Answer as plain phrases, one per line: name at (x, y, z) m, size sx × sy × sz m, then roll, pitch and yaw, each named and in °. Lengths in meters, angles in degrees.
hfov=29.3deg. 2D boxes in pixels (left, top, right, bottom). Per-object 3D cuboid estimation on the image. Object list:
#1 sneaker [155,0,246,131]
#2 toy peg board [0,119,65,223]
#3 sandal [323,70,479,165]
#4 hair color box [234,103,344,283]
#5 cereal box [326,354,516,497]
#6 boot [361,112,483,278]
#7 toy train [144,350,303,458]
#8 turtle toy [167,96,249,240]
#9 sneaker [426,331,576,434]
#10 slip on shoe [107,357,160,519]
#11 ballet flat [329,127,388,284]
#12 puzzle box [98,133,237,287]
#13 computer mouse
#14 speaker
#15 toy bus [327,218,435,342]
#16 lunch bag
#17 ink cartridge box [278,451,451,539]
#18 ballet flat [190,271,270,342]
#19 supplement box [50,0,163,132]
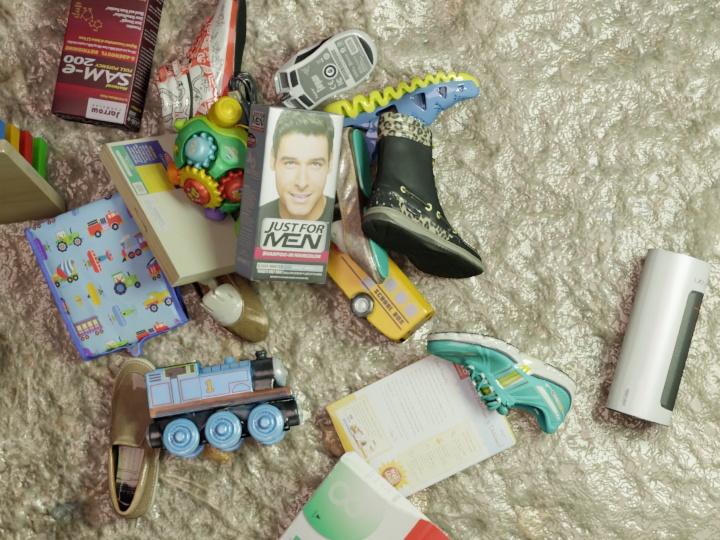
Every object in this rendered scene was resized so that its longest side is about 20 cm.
sneaker at (-0.206, -0.274, 1.768) m, size 0.106 × 0.067 × 0.205 m, roll 4°, pitch 89°, yaw 7°
toy peg board at (-0.502, -0.140, 1.751) m, size 0.197 × 0.199 × 0.099 m, roll -7°, pitch 68°, yaw 9°
sandal at (0.057, -0.192, 1.717) m, size 0.197 × 0.079 × 0.088 m, roll -17°, pitch 89°, yaw 15°
hair color box at (-0.085, -0.091, 1.632) m, size 0.098 × 0.060 × 0.203 m, roll 2°, pitch 99°, yaw -27°
cereal box at (0.075, 0.189, 1.696) m, size 0.198 × 0.040 × 0.145 m, roll -25°, pitch 83°, yaw 6°
boot at (0.083, -0.087, 1.666) m, size 0.073 × 0.202 × 0.156 m, roll -15°, pitch 60°, yaw 39°
toy train at (-0.172, 0.166, 1.709) m, size 0.197 × 0.087 × 0.116 m, roll -10°, pitch 80°, yaw -1°
turtle toy at (-0.159, -0.110, 1.695) m, size 0.200 × 0.146 × 0.101 m, roll 43°, pitch 59°, yaw -7°
sneaker at (0.165, 0.128, 1.639) m, size 0.198 × 0.077 × 0.081 m, roll 26°, pitch 78°, yaw -10°
slip on shoe at (-0.289, 0.212, 1.745) m, size 0.075 × 0.061 × 0.203 m, roll 5°, pitch 86°, yaw 10°
ballet flat at (-0.013, -0.072, 1.666) m, size 0.066 × 0.068 × 0.203 m, roll -16°, pitch 70°, yaw 18°
puzzle box at (-0.228, -0.080, 1.720) m, size 0.025 × 0.132 × 0.202 m, roll -43°, pitch 71°, yaw 39°
computer mouse at (-0.070, -0.238, 1.746) m, size 0.198 × 0.044 × 0.111 m, roll -29°, pitch 115°, yaw -1°
speaker at (0.354, 0.077, 1.639) m, size 0.080 × 0.081 × 0.203 m, roll 15°, pitch 88°, yaw 10°
toy bus at (0.000, 0.000, 1.711) m, size 0.078 × 0.065 × 0.201 m, roll -41°, pitch 80°, yaw 3°
lunch bag at (-0.316, 0.014, 1.760) m, size 0.149 × 0.094 × 0.203 m, roll -20°, pitch 92°, yaw 5°
ink cartridge box at (0.012, 0.343, 1.667) m, size 0.200 × 0.050 × 0.162 m, roll 41°, pitch 112°, yaw 12°
ballet flat at (-0.191, 0.010, 1.737) m, size 0.068 × 0.072 × 0.201 m, roll -37°, pitch 81°, yaw 17°
supplement box at (-0.327, -0.290, 1.793) m, size 0.107 × 0.061 × 0.203 m, roll 9°, pitch 88°, yaw 10°
